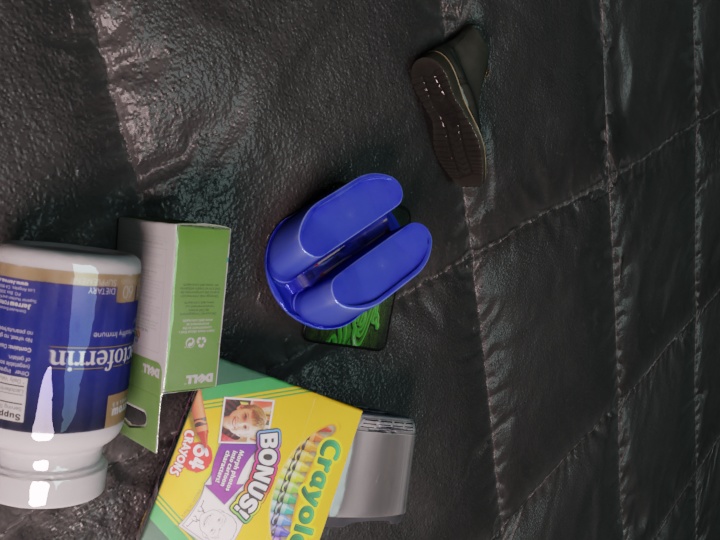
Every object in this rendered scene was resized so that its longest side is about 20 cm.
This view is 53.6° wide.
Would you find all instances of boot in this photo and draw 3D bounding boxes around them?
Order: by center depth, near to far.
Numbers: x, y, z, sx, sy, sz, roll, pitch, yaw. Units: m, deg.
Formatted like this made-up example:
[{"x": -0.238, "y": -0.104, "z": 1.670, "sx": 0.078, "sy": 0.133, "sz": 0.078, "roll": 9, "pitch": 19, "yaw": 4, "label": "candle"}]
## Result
[{"x": 0.157, "y": -0.233, "z": 1.003, "sx": 0.138, "sy": 0.077, "sz": 0.201, "roll": -48, "pitch": 129, "yaw": -37, "label": "boot"}]

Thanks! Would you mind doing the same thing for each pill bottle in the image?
[{"x": -0.248, "y": 0.081, "z": 0.584, "sx": 0.115, "sy": 0.115, "sz": 0.202, "roll": 4, "pitch": 94, "yaw": -47, "label": "pill bottle"}]

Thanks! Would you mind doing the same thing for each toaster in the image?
[{"x": -0.008, "y": 0.234, "z": 0.872, "sx": 0.199, "sy": 0.113, "sz": 0.130, "roll": 18, "pitch": 81, "yaw": -44, "label": "toaster"}]

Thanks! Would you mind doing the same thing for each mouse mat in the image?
[{"x": 0.000, "y": 0.000, "z": 0.918, "sx": 0.160, "sy": 0.007, "sz": 0.202, "roll": 14, "pitch": 87, "yaw": -47, "label": "mouse mat"}]

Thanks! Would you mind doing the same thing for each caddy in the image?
[{"x": -0.015, "y": -0.021, "z": 0.822, "sx": 0.200, "sy": 0.105, "sz": 0.142, "roll": -35, "pitch": 95, "yaw": -33, "label": "caddy"}]

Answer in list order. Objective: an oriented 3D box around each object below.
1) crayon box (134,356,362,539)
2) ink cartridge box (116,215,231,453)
[{"x": -0.112, "y": 0.210, "z": 0.736, "sx": 0.172, "sy": 0.058, "sz": 0.201, "roll": 22, "pitch": 79, "yaw": -14, "label": "crayon box"}, {"x": -0.181, "y": 0.053, "z": 0.660, "sx": 0.059, "sy": 0.103, "sz": 0.202, "roll": 2, "pitch": 95, "yaw": -46, "label": "ink cartridge box"}]
